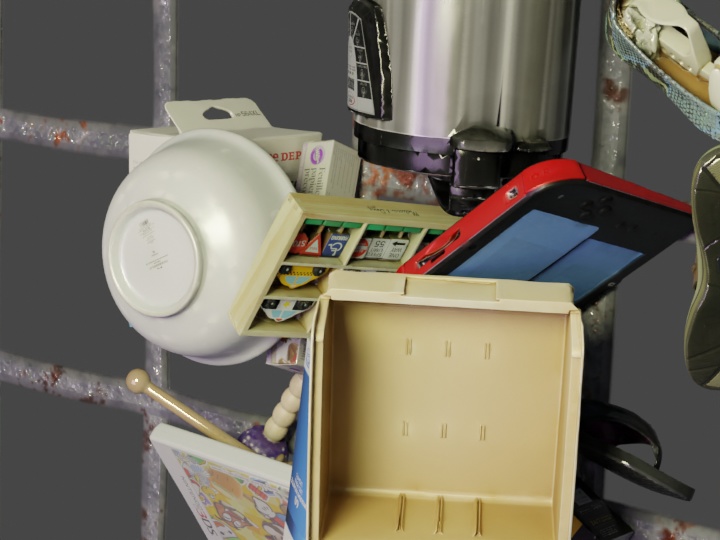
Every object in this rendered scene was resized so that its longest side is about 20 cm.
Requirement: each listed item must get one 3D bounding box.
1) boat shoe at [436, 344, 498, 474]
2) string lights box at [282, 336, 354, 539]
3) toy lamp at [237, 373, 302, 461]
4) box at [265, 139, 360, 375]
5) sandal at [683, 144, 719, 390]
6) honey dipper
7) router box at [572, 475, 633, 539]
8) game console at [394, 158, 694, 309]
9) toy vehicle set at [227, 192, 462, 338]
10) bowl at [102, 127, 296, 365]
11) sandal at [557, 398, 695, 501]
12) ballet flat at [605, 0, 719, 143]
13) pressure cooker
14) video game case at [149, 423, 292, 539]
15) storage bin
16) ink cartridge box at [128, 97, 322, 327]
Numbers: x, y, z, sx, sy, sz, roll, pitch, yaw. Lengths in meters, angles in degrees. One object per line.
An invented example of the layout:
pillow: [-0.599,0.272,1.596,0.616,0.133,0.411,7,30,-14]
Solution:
boat shoe: [0.080,0.130,1.570,0.073,0.061,0.201,41,125,37]
string lights box: [0.000,0.156,1.594,0.059,0.102,0.202,-128,41,-61]
toy lamp: [-0.047,0.091,1.746,0.058,0.058,0.201,47,122,24]
box: [-0.040,-0.011,1.690,0.038,0.041,0.202,-2,75,42]
sandal: [0.281,-0.003,1.460,0.079,0.057,0.203,0,113,4]
honey dipper: [-0.126,0.150,1.748,0.199,0.038,0.038,32,118,3]
router box: [0.115,0.241,1.637,0.157,0.052,0.201,43,121,27]
game console: [0.140,-0.009,1.505,0.200,0.176,0.031,-37,50,36]
toy vehicle set: [0.000,0.000,1.602,0.027,0.199,0.125,53,127,39]
bowl: [-0.146,-0.014,1.626,0.200,0.090,0.203,5,100,31]
sandal: [0.183,0.123,1.557,0.200,0.075,0.048,28,86,35]
ballet flat: [0.255,-0.150,1.447,0.200,0.074,0.075,38,118,28]
pressure cooker: [0.082,-0.144,1.520,0.178,0.175,0.202,12,105,35]
video game case: [-0.081,0.225,1.748,0.199,0.023,0.183,13,142,37]
storage bin: [0.063,0.111,1.473,0.198,0.094,0.200,3,113,3]
ink cartridge box: [-0.120,-0.050,1.737,0.124,0.128,0.202,8,102,37]
